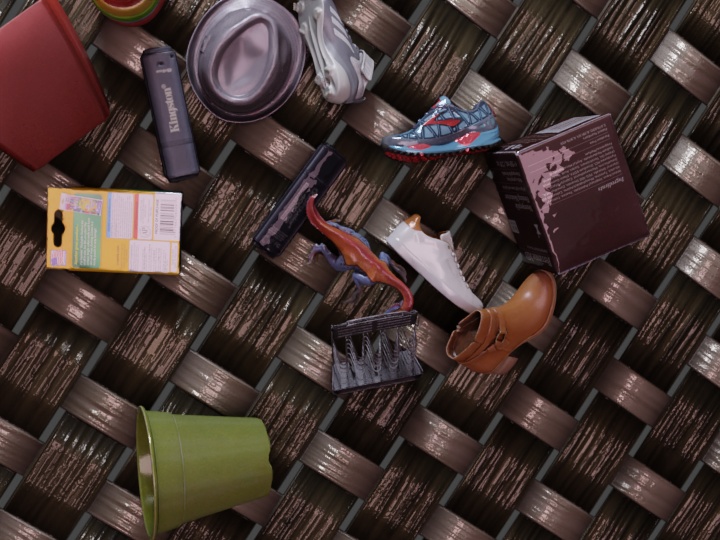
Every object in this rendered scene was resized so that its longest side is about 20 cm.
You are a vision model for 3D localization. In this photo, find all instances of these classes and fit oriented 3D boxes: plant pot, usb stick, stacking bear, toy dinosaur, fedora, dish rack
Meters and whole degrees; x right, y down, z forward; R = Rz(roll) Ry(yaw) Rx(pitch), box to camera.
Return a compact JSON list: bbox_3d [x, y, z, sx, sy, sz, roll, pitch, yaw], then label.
[{"bbox_3d":[-0.465,-0.258,1.298,0.199,0.200,0.177,-36,112,-3],"label":"plant pot"},{"bbox_3d":[-0.290,-0.237,1.392,0.055,0.033,0.202,-11,98,-6],"label":"usb stick"},{"bbox_3d":[-0.334,-0.412,1.285,0.120,0.200,0.115,2,97,-9],"label":"stacking bear"},{"bbox_3d":[0.000,0.000,1.413,0.181,0.200,0.105,32,83,31],"label":"toy dinosaur"},{"bbox_3d":[-0.171,-0.323,1.377,0.176,0.090,0.201,35,91,-12],"label":"fedora"},{"bbox_3d":[-0.096,-0.111,1.446,0.055,0.033,0.201,36,90,-18],"label":"usb stick"},{"bbox_3d":[-0.239,0.299,1.410,0.188,0.200,0.202,-4,98,-20],"label":"plant pot"},{"bbox_3d":[0.024,0.125,1.422,0.152,0.200,0.055,-11,63,-7],"label":"dish rack"}]

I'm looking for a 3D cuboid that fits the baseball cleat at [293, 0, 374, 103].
[{"bbox_3d":[-0.038,-0.353,1.415,0.106,0.069,0.202,-7,85,-40],"label":"baseball cleat"}]

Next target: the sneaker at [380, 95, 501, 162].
[{"bbox_3d":[0.121,-0.226,1.452,0.198,0.079,0.097,-10,89,-16],"label":"sneaker"}]

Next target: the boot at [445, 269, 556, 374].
[{"bbox_3d":[0.227,0.076,1.461,0.154,0.073,0.201,21,98,-48],"label":"boot"}]

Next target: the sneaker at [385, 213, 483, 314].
[{"bbox_3d":[0.139,-0.010,1.473,0.200,0.073,0.085,43,92,-10],"label":"sneaker"}]

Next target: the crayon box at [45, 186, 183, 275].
[{"bbox_3d":[-0.374,-0.062,1.399,0.198,0.052,0.127,3,97,-10],"label":"crayon box"}]

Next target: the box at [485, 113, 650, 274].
[{"bbox_3d":[0.322,-0.124,1.440,0.163,0.166,0.202,-22,99,-6],"label":"box"}]
